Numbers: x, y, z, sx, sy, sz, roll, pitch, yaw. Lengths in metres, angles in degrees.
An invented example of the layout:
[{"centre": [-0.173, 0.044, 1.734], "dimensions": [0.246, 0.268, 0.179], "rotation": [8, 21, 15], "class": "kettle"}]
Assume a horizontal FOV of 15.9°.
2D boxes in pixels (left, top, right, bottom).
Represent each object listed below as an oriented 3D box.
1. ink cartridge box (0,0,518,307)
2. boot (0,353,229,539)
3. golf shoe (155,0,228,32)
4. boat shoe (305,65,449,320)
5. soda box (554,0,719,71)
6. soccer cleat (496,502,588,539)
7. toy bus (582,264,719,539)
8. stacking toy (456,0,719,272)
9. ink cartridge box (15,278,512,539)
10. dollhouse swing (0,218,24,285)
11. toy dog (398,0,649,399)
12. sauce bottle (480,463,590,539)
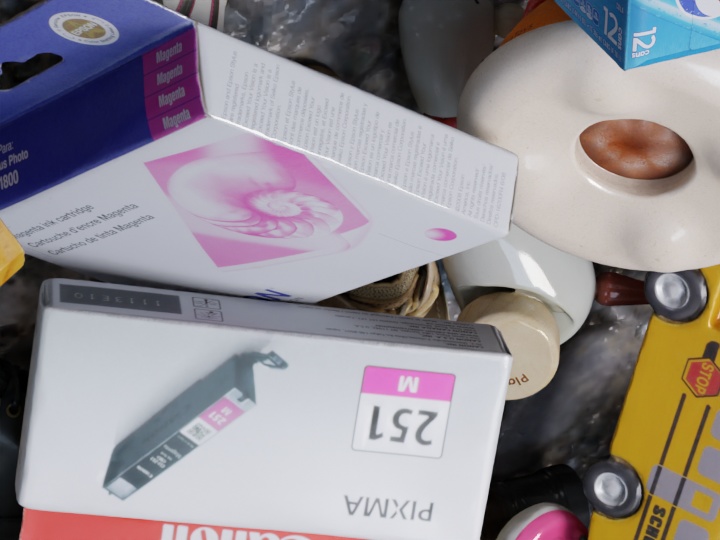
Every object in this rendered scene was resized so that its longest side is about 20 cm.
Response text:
[{"centre": [-0.074, -0.038, 1.027], "dimensions": [0.200, 0.043, 0.196], "rotation": [20, 157, -31], "class": "ink cartridge box"}, {"centre": [-0.116, 0.061, 1.129], "dimensions": [0.200, 0.078, 0.138], "rotation": [-32, 132, 17], "class": "boot"}, {"centre": [-0.069, -0.134, 1.026], "dimensions": [0.088, 0.077, 0.200], "rotation": [-27, 134, -18], "class": "golf shoe"}, {"centre": [0.000, 0.000, 1.169], "dimensions": [0.071, 0.065, 0.200], "rotation": [-30, 133, -4], "class": "boat shoe"}, {"centre": [0.085, -0.158, 0.997], "dimensions": [0.064, 0.200, 0.068], "rotation": [-14, 128, -19], "class": "soda box"}, {"centre": [0.083, 0.183, 1.293], "dimensions": [0.070, 0.086, 0.200], "rotation": [-32, 133, -20], "class": "soccer cleat"}, {"centre": [0.159, 0.068, 1.186], "dimensions": [0.065, 0.078, 0.200], "rotation": [-32, 142, -55], "class": "toy bus"}, {"centre": [0.127, -0.114, 1.072], "dimensions": [0.146, 0.200, 0.146], "rotation": [10, 145, 7], "class": "stacking toy"}, {"centre": [-0.048, 0.099, 1.104], "dimensions": [0.200, 0.044, 0.174], "rotation": [6, 108, -9], "class": "ink cartridge box"}, {"centre": [-0.250, -0.044, 0.932], "dimensions": [0.182, 0.176, 0.200], "rotation": [-32, 134, -1], "class": "dollhouse swing"}, {"centre": [0.079, -0.035, 1.156], "dimensions": [0.096, 0.132, 0.200], "rotation": [-8, 142, 6], "class": "toy dog"}, {"centre": [0.020, 0.137, 1.285], "dimensions": [0.200, 0.065, 0.065], "rotation": [-10, 129, -22], "class": "sauce bottle"}]
